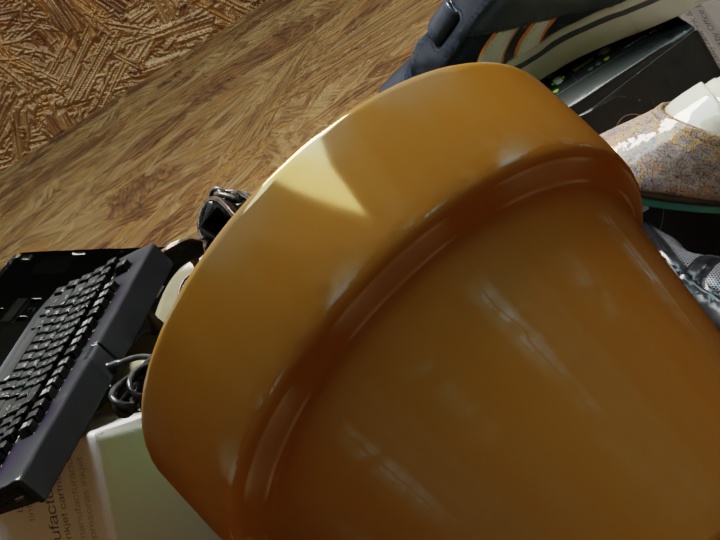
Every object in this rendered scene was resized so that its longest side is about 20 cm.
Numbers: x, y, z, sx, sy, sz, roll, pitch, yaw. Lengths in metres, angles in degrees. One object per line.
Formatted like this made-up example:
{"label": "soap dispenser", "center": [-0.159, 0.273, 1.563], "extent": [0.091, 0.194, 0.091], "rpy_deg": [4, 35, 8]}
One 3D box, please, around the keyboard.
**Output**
{"label": "keyboard", "center": [-0.123, 0.042, 0.881], "extent": [0.126, 0.021, 0.200], "rpy_deg": [-20, 24, 21]}

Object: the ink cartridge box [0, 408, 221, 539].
{"label": "ink cartridge box", "center": [-0.152, 0.146, 0.930], "extent": [0.199, 0.146, 0.084], "rpy_deg": [-10, 2, 38]}

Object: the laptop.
{"label": "laptop", "center": [-0.188, 0.068, 1.115], "extent": [0.198, 0.104, 0.178], "rpy_deg": [-2, 24, 12]}

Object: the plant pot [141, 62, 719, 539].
{"label": "plant pot", "center": [0.056, 0.062, 0.697], "extent": [0.199, 0.183, 0.201], "rpy_deg": [-33, -30, -22]}

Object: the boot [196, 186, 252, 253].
{"label": "boot", "center": [0.000, 0.000, 0.980], "extent": [0.070, 0.173, 0.200], "rpy_deg": [-62, 19, 11]}

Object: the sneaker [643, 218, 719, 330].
{"label": "sneaker", "center": [0.171, 0.022, 0.797], "extent": [0.113, 0.076, 0.200], "rpy_deg": [-28, 38, -5]}

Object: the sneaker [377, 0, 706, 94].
{"label": "sneaker", "center": [0.078, -0.132, 0.935], "extent": [0.199, 0.080, 0.079], "rpy_deg": [-26, 17, 28]}

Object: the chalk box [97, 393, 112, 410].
{"label": "chalk box", "center": [-0.103, 0.099, 1.095], "extent": [0.200, 0.124, 0.124], "rpy_deg": [-45, 18, -33]}

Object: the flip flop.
{"label": "flip flop", "center": [-0.081, 0.015, 0.980], "extent": [0.080, 0.058, 0.200], "rpy_deg": [-15, 11, 12]}

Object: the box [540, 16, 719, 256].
{"label": "box", "center": [0.128, -0.044, 0.994], "extent": [0.124, 0.149, 0.200], "rpy_deg": [-32, 15, 4]}

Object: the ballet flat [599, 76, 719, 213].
{"label": "ballet flat", "center": [0.188, -0.055, 0.853], "extent": [0.198, 0.068, 0.068], "rpy_deg": [8, 19, -5]}

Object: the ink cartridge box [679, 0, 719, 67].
{"label": "ink cartridge box", "center": [0.218, -0.145, 1.119], "extent": [0.199, 0.146, 0.085], "rpy_deg": [-18, 23, 45]}
